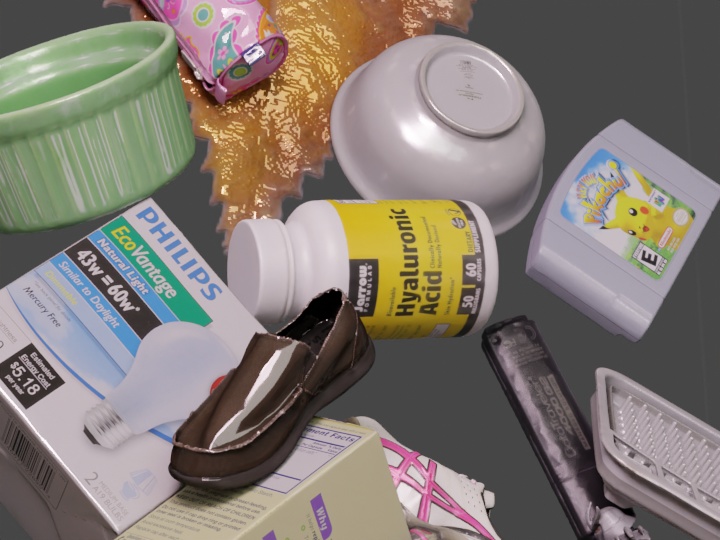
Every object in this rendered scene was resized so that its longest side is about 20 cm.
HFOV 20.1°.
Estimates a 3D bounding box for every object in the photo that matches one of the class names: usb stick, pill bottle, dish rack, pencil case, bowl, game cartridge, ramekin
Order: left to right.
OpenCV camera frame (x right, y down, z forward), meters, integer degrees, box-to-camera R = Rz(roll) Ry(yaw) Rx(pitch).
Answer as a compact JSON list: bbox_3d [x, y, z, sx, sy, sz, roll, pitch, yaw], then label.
[{"bbox_3d":[-0.220,-0.106,1.537,0.199,0.199,0.098,-33,116,-35],"label":"ramekin"},{"bbox_3d":[-0.146,-0.235,1.719,0.087,0.088,0.200,-30,74,-34],"label":"pencil case"},{"bbox_3d":[0.000,0.000,1.608,0.198,0.112,0.112,-2,59,-22],"label":"pill bottle"},{"bbox_3d":[0.081,-0.131,1.740,0.199,0.091,0.203,11,56,-16],"label":"bowl"},{"bbox_3d":[0.158,0.128,1.640,0.055,0.033,0.201,-16,66,-22],"label":"usb stick"},{"bbox_3d":[0.227,-0.042,1.778,0.133,0.041,0.200,31,52,4],"label":"game cartridge"},{"bbox_3d":[0.250,0.161,1.599,0.171,0.044,0.200,30,18,-5],"label":"dish rack"}]

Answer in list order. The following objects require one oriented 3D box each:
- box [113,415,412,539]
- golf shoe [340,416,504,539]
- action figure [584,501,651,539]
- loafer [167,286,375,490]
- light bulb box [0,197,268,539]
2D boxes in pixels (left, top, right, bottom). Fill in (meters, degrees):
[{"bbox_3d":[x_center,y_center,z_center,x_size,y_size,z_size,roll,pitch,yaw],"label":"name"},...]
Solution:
[{"bbox_3d":[-0.061,0.225,1.382,0.199,0.096,0.177,-34,118,-34],"label":"box"},{"bbox_3d":[0.051,0.179,1.516,0.091,0.073,0.200,-16,45,-25],"label":"golf shoe"},{"bbox_3d":[0.218,0.264,1.524,0.069,0.130,0.201,-28,83,10],"label":"action figure"},{"bbox_3d":[-0.066,0.075,1.390,0.072,0.072,0.200,10,36,32],"label":"loafer"},{"bbox_3d":[-0.175,0.091,1.469,0.198,0.125,0.200,47,55,11],"label":"light bulb box"}]
